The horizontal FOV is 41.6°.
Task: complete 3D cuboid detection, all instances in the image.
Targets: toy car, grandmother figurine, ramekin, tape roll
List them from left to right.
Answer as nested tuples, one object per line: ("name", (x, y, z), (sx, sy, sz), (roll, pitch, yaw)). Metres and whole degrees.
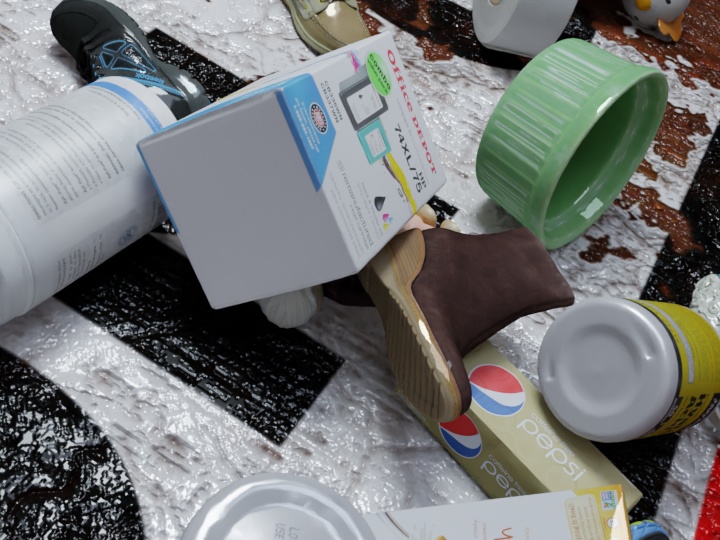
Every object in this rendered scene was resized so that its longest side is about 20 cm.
("grandmother figurine", (0.000, 0.000, 0.847), (0.199, 0.061, 0.121), (-22, 33, -31))
("tape roll", (0.203, -0.365, 1.145), (0.070, 0.203, 0.203), (9, 48, -14))
("ramekin", (0.205, -0.130, 0.945), (0.098, 0.201, 0.200), (39, 48, 26))
("toy car", (0.385, -0.398, 1.296), (0.177, 0.184, 0.200), (-42, 101, -41))

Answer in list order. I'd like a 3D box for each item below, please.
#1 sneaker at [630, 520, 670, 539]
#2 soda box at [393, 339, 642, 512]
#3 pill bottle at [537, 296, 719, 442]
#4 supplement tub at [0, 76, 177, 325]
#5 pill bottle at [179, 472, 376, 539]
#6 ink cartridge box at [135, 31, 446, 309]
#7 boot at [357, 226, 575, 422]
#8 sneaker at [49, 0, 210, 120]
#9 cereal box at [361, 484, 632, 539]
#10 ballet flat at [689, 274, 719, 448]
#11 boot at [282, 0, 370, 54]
("sneaker", (0.170, 0.249, 0.676), (0.199, 0.071, 0.083), (-19, 56, -34))
("soda box", (0.122, 0.137, 0.762), (0.068, 0.064, 0.200), (-28, 63, -37))
("pill bottle", (0.239, 0.081, 0.789), (0.200, 0.111, 0.111), (5, 43, -52))
("supplement tub", (-0.242, -0.061, 0.755), (0.132, 0.132, 0.200), (38, 47, 14))
("pill bottle", (-0.063, 0.208, 0.535), (0.108, 0.200, 0.109), (11, 47, -12))
("ink cartridge box", (-0.046, -0.087, 0.780), (0.200, 0.146, 0.147), (-46, 117, -55))
("boot", (0.098, 0.029, 0.750), (0.166, 0.073, 0.200), (-6, 40, -16))
("sneaker", (-0.238, -0.194, 0.915), (0.200, 0.073, 0.082), (38, 49, 15))
("cereal box", (0.082, 0.222, 0.621), (0.199, 0.040, 0.144), (-11, 46, 14))
("ballet flat", (0.337, 0.085, 0.891), (0.071, 0.072, 0.201), (7, 48, -15))
("boot", (-0.032, -0.346, 1.069), (0.072, 0.155, 0.200), (-13, 55, -29))
